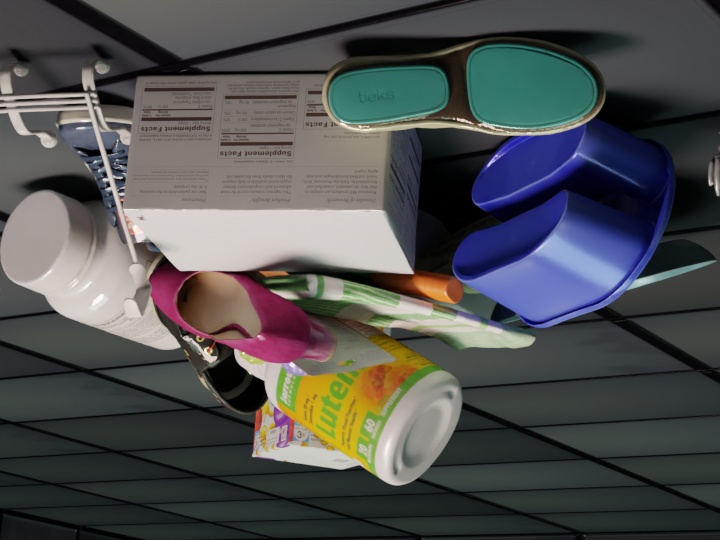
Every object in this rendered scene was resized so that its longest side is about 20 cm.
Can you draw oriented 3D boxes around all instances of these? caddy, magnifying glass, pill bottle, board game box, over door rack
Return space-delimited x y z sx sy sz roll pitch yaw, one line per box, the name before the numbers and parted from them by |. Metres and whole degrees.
caddy | 0.161 -0.036 1.265 0.105 0.142 0.200 26 156 -21
magnifying glass | 0.000 0.000 1.368 0.199 0.022 0.080 13 159 40
pill bottle | -0.234 -0.003 1.538 0.114 0.115 0.200 -8 160 34
board game box | -0.036 0.087 1.636 0.102 0.201 0.105 11 163 -22
over door rack | -0.243 -0.065 1.259 0.147 0.201 0.067 -1 -156 15
pill bottle | -0.016 0.098 1.489 0.199 0.111 0.111 31 177 29

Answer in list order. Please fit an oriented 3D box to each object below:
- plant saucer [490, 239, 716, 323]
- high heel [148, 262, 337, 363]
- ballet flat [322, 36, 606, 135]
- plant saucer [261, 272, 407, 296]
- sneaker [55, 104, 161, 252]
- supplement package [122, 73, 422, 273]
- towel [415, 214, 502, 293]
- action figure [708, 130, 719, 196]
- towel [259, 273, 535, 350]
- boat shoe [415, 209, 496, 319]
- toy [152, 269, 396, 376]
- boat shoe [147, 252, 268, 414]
plant saucer | 0.203 0.008 1.403 0.199 0.028 0.200 -16 174 -2
high heel | -0.118 0.029 1.323 0.199 0.068 0.096 26 -176 34
ballet flat | 0.073 -0.128 1.153 0.199 0.070 0.069 3 164 11
plant saucer | -0.051 -0.014 1.481 0.199 0.032 0.200 24 163 8
sneaker | -0.188 -0.070 1.351 0.074 0.085 0.200 -2 162 20
supplement package | -0.062 -0.071 1.272 0.199 0.112 0.156 1 163 11
towel | 0.158 -0.021 1.456 0.148 0.037 0.199 13 151 -43
action figure | 0.334 -0.070 1.262 0.129 0.070 0.200 9 161 15
towel | 0.026 0.037 1.381 0.199 0.024 0.152 16 172 -20
boat shoe | 0.061 -0.006 1.541 0.070 0.071 0.200 11 168 42
toy | -0.080 0.052 1.427 0.200 0.047 0.115 35 -154 32
boat shoe | -0.137 0.056 1.540 0.063 0.074 0.202 34 157 42
